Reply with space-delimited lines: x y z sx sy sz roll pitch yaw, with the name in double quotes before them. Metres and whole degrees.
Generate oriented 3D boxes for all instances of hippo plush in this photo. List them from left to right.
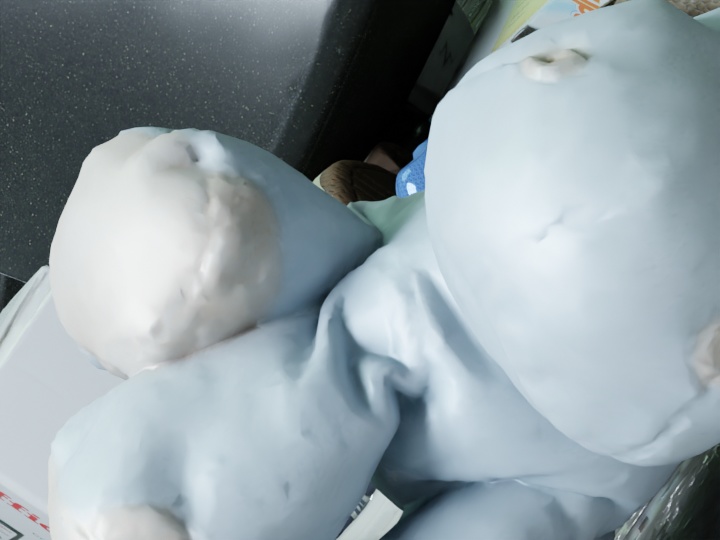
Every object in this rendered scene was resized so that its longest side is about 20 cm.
"hippo plush" 0.052 0.024 0.505 0.199 0.161 0.160 -5 -13 -45

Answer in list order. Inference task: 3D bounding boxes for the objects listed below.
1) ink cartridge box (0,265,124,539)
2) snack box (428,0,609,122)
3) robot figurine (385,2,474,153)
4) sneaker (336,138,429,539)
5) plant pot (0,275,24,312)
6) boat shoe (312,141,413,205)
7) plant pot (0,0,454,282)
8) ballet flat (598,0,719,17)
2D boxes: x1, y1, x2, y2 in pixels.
"ink cartridge box" -0.106 0.087 1.039 0.085 0.146 0.200 -58 8 -18
"snack box" 0.101 -0.130 1.027 0.117 0.037 0.200 -61 9 -25
"robot figurine" -0.028 -0.062 1.218 0.201 0.150 0.125 -57 -5 3
"sneaker" 0.002 0.028 0.838 0.200 0.085 0.077 -52 9 34
"plant pot" -0.130 -0.009 1.466 0.199 0.199 0.179 171 118 -79
"boat shoe" 0.005 0.004 0.980 0.075 0.075 0.202 -55 -4 10
"plant pot" -0.087 -0.082 1.072 0.199 0.199 0.179 -30 -40 -76
"ballet flat" 0.093 -0.089 0.886 0.068 0.046 0.200 -59 8 -22
